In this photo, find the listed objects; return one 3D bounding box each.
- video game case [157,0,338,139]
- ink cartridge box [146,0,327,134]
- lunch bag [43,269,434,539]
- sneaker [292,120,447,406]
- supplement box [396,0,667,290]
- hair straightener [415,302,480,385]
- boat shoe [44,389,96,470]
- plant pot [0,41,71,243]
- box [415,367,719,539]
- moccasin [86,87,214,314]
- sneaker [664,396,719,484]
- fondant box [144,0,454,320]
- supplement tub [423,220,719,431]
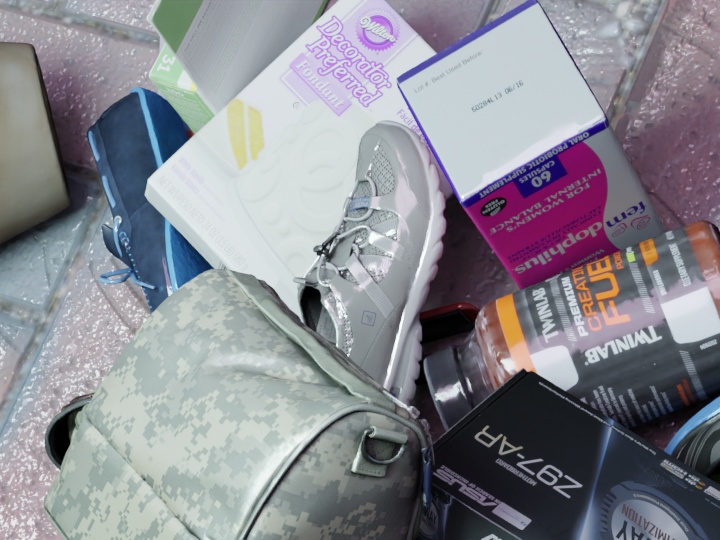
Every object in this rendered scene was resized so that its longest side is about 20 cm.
[{"bbox_3d":[-0.074,-0.166,1.869,0.143,0.017,0.200,-8,65,17],"label":"video game case"},{"bbox_3d":[-0.091,-0.183,1.756,0.048,0.200,0.146,18,74,26],"label":"ink cartridge box"},{"bbox_3d":[-0.057,0.107,1.430,0.200,0.139,0.168,41,114,50],"label":"lunch bag"},{"bbox_3d":[0.000,0.000,1.649,0.075,0.082,0.200,-21,60,61],"label":"sneaker"},{"bbox_3d":[0.113,-0.063,1.647,0.101,0.200,0.103,-30,61,6],"label":"supplement box"},{"bbox_3d":[-0.013,0.077,1.721,0.200,0.041,0.077,-12,63,15],"label":"hair straightener"},{"bbox_3d":[-0.108,0.105,1.717,0.201,0.063,0.074,-5,101,22],"label":"boat shoe"},{"bbox_3d":[-0.297,-0.082,1.832,0.173,0.200,0.200,-14,61,-5],"label":"plant pot"},{"bbox_3d":[0.134,0.147,1.476,0.200,0.160,0.044,32,120,16],"label":"box"},{"bbox_3d":[-0.139,-0.026,1.799,0.068,0.080,0.200,-27,56,22],"label":"moccasin"},{"bbox_3d":[0.252,0.084,1.559,0.200,0.071,0.083,-55,28,28],"label":"sneaker"},{"bbox_3d":[-0.022,-0.070,1.737,0.200,0.058,0.144,-44,88,-11],"label":"fondant box"},{"bbox_3d":[0.143,0.051,1.633,0.200,0.107,0.107,-22,61,7],"label":"supplement tub"}]
